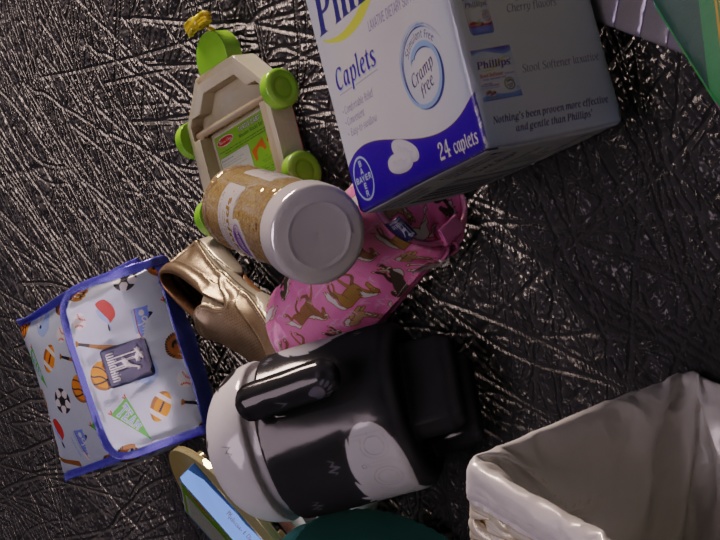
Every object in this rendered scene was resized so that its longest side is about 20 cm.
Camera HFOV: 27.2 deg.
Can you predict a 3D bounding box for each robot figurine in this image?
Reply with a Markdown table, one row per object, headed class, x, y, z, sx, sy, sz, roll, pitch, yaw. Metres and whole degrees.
| class | x | y | z | sx | sy | sz | roll | pitch | yaw |
| --- | --- | --- | --- | --- | --- | --- | --- | --- | --- |
| robot figurine | -0.015 | 0.107 | 1.076 | 0.198 | 0.125 | 0.151 | -17 | 114 | 17 |

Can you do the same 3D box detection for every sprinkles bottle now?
| class | x | y | z | sx | sy | sz | roll | pitch | yaw |
| --- | --- | --- | --- | --- | --- | --- | --- | --- | --- |
| sprinkles bottle | -0.060 | -0.037 | 1.074 | 0.200 | 0.068 | 0.069 | -158 | 62 | -69 |

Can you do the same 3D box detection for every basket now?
| class | x | y | z | sx | sy | sz | roll | pitch | yaw |
| --- | --- | --- | --- | --- | --- | --- | --- | --- | --- |
| basket | 0.184 | 0.179 | 0.818 | 0.197 | 0.199 | 0.163 | 24 | 120 | 47 |

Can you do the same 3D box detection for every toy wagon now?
| class | x | y | z | sx | sy | sz | roll | pitch | yaw |
| --- | --- | --- | --- | --- | --- | --- | --- | --- | --- |
| toy wagon | -0.099 | -0.118 | 1.233 | 0.155 | 0.039 | 0.202 | -20 | 83 | 52 |

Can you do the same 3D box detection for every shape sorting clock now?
| class | x | y | z | sx | sy | sz | roll | pitch | yaw |
| --- | --- | --- | --- | --- | --- | --- | --- | --- | --- |
| shape sorting clock | -0.094 | 0.228 | 1.265 | 0.200 | 0.039 | 0.200 | 45 | 162 | 18 |

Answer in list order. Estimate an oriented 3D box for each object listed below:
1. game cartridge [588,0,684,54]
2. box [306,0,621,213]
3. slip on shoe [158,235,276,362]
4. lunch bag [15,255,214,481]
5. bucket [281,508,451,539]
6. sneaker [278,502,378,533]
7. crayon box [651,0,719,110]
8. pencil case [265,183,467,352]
| class | x | y | z | sx | sy | sz | roll | pitch | yaw |
| --- | --- | --- | --- | --- | --- | --- | --- | --- | --- |
| game cartridge | 0.184 | -0.230 | 0.845 | 0.129 | 0.038 | 0.202 | 35 | 126 | 47 |
| box | 0.053 | -0.158 | 0.946 | 0.184 | 0.104 | 0.202 | -23 | 81 | 64 |
| slip on shoe | -0.108 | 0.040 | 1.238 | 0.200 | 0.060 | 0.077 | 51 | 154 | 43 |
| lunch bag | -0.216 | 0.090 | 1.372 | 0.199 | 0.123 | 0.172 | -22 | 85 | 47 |
| bucket | 0.005 | 0.282 | 1.080 | 0.207 | 0.206 | 0.136 | 46 | 125 | 35 |
| sneaker | -0.056 | 0.188 | 1.233 | 0.199 | 0.073 | 0.081 | 21 | 122 | 51 |
| crayon box | 0.246 | -0.162 | 0.735 | 0.200 | 0.058 | 0.120 | -40 | 76 | 42 |
| pencil case | 0.000 | 0.000 | 1.104 | 0.200 | 0.082 | 0.087 | -50 | 33 | 46 |
